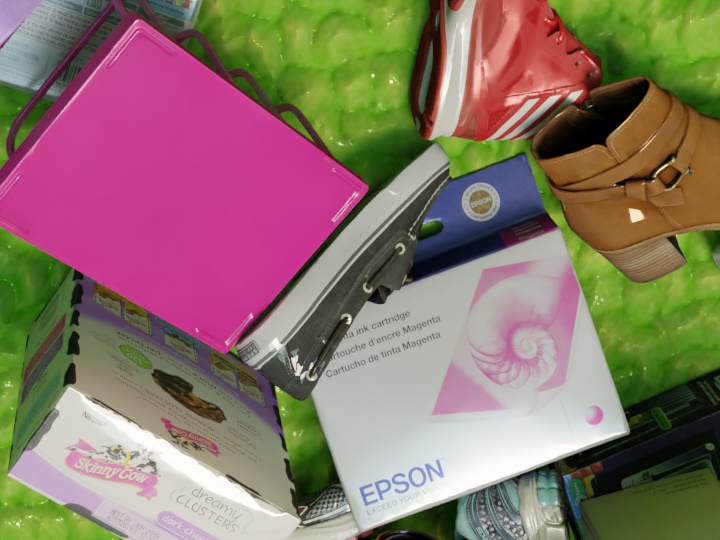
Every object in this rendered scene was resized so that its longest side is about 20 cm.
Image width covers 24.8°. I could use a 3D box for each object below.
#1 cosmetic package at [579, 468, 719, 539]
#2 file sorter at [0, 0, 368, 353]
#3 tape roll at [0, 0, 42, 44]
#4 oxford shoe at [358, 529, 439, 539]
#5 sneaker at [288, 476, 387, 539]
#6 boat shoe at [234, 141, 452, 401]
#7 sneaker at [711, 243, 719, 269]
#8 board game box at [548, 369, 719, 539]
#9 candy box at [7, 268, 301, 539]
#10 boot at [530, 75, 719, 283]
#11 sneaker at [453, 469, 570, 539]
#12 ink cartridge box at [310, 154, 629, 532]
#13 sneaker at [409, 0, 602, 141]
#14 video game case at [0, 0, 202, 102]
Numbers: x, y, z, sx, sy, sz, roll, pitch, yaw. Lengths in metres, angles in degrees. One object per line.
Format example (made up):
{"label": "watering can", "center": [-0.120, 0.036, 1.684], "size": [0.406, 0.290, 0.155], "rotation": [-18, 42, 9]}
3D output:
{"label": "cosmetic package", "center": [0.221, 0.217, 1.083], "size": [0.102, 0.200, 0.074], "rotation": [-15, 111, -4]}
{"label": "file sorter", "center": [-0.125, -0.074, 0.987], "size": [0.139, 0.126, 0.199], "rotation": [-48, 132, 10]}
{"label": "tape roll", "center": [-0.234, -0.151, 0.908], "size": [0.200, 0.200, 0.066], "rotation": [-41, 111, 9]}
{"label": "oxford shoe", "center": [0.024, 0.202, 1.124], "size": [0.071, 0.199, 0.073], "rotation": [-42, 115, -28]}
{"label": "sneaker", "center": [0.017, 0.132, 1.153], "size": [0.199, 0.081, 0.075], "rotation": [-31, 92, 0]}
{"label": "boat shoe", "center": [0.000, 0.000, 1.061], "size": [0.057, 0.069, 0.200], "rotation": [44, 68, -6]}
{"label": "sneaker", "center": [0.340, 0.009, 1.152], "size": [0.200, 0.074, 0.116], "rotation": [38, 100, -30]}
{"label": "board game box", "center": [0.243, 0.189, 1.214], "size": [0.164, 0.057, 0.202], "rotation": [-22, 112, -1]}
{"label": "candy box", "center": [-0.131, 0.097, 1.044], "size": [0.167, 0.200, 0.072], "rotation": [34, 104, -18]}
{"label": "boot", "center": [0.217, -0.088, 1.071], "size": [0.199, 0.077, 0.155], "rotation": [-29, 135, 17]}
{"label": "sneaker", "center": [0.107, 0.201, 1.169], "size": [0.085, 0.078, 0.201], "rotation": [-4, 143, 6]}
{"label": "ink cartridge box", "center": [0.056, 0.047, 1.096], "size": [0.195, 0.043, 0.202], "rotation": [-20, 90, 0]}
{"label": "sneaker", "center": [0.106, -0.175, 1.050], "size": [0.114, 0.079, 0.202], "rotation": [4, 123, -19]}
{"label": "video game case", "center": [-0.192, -0.200, 1.015], "size": [0.198, 0.022, 0.184], "rotation": [17, 108, -13]}
